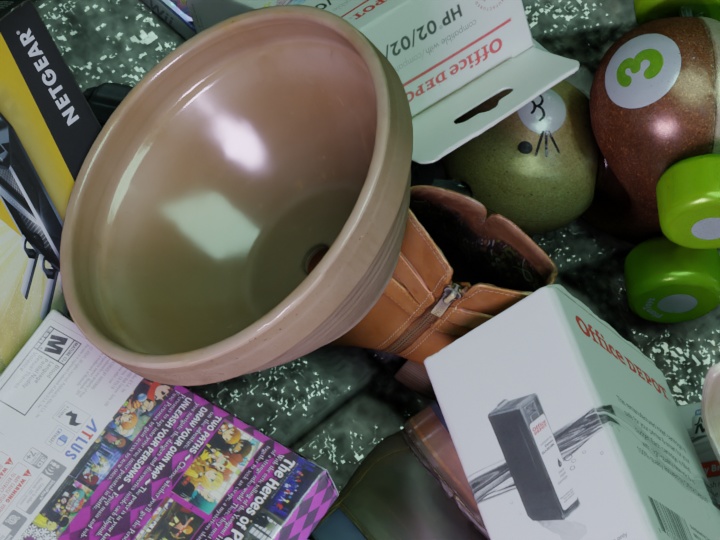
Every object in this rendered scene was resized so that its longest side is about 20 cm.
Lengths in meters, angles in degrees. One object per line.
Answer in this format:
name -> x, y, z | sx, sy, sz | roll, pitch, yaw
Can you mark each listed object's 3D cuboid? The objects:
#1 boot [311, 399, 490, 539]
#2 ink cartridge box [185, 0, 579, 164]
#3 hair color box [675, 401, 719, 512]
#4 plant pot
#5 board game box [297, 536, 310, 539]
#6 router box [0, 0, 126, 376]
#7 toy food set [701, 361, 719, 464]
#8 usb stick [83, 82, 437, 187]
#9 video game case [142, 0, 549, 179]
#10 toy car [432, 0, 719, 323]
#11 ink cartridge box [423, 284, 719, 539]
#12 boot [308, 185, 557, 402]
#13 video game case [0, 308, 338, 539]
boot -> 0.059, 0.176, 1.566 | 0.097, 0.075, 0.200 | -35, 90, 2
ink cartridge box -> 0.009, -0.133, 1.584 | 0.115, 0.068, 0.200 | -33, 34, -24
hair color box -> 0.202, 0.168, 1.566 | 0.111, 0.064, 0.200 | -12, 66, 25
plant pot -> -0.044, -0.023, 1.475 | 0.093, 0.201, 0.201 | 38, 55, -43
board game box -> -0.099, 0.177, 1.461 | 0.200, 0.034, 0.136 | 18, 66, 33
router box -> -0.193, -0.016, 1.523 | 0.157, 0.052, 0.200 | -39, 115, -24
toy food set -> 0.278, 0.117, 1.509 | 0.143, 0.060, 0.200 | -19, 74, -22
usb stick -> -0.056, -0.070, 1.595 | 0.200, 0.055, 0.033 | 12, 103, 21
video game case -> -0.007, -0.139, 1.695 | 0.200, 0.018, 0.143 | 41, 65, 5
toy car -> 0.103, -0.075, 1.625 | 0.199, 0.158, 0.165 | 2, 59, -8
ink cartridge box -> 0.125, 0.126, 1.500 | 0.084, 0.144, 0.200 | -30, 57, 17
boot -> 0.000, 0.000, 1.561 | 0.200, 0.155, 0.077 | 28, 64, -1
video game case -> -0.139, 0.139, 1.444 | 0.181, 0.036, 0.200 | 28, 71, 27
